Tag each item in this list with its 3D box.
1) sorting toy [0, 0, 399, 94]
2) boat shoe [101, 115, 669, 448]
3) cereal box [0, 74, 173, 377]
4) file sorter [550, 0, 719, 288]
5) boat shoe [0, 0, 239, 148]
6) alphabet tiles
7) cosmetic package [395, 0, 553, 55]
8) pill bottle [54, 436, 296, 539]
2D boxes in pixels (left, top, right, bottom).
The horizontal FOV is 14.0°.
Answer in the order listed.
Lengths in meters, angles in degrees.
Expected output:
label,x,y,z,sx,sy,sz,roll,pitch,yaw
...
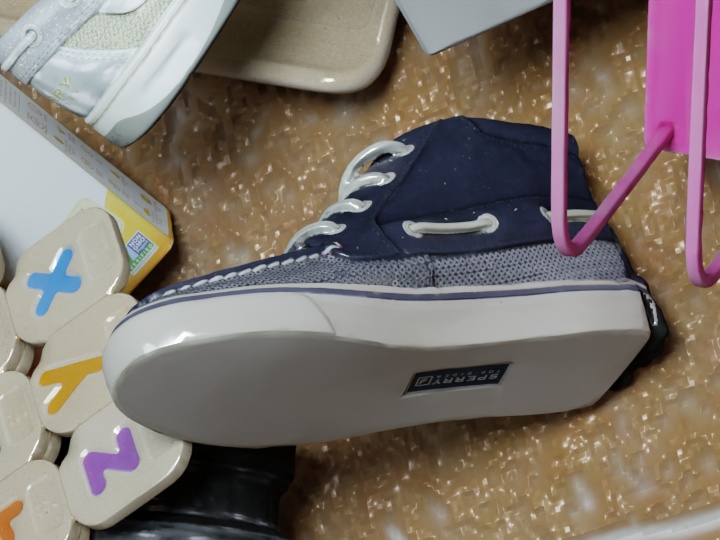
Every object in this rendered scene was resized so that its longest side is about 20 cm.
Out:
label,x,y,z,sx,sy,sz,roll,pitch,yaw
sorting toy,-0.049,-0.171,1.125,0.184,0.036,0.201,11,82,28
boat shoe,0.000,0.000,0.980,0.075,0.199,0.093,-55,44,47
cereal box,-0.190,-0.025,1.093,0.144,0.200,0.040,-47,20,13
file sorter,0.164,-0.062,0.867,0.199,0.125,0.140,11,121,21
boat shoe,-0.055,-0.143,1.041,0.065,0.074,0.203,31,84,-11
alphabet tiles,-0.145,0.073,1.017,0.195,0.015,0.201,-36,51,16
cosmetic package,0.095,-0.161,0.986,0.199,0.107,0.090,-21,112,22
pill bottle,-0.071,0.148,1.016,0.111,0.112,0.201,-3,77,30
